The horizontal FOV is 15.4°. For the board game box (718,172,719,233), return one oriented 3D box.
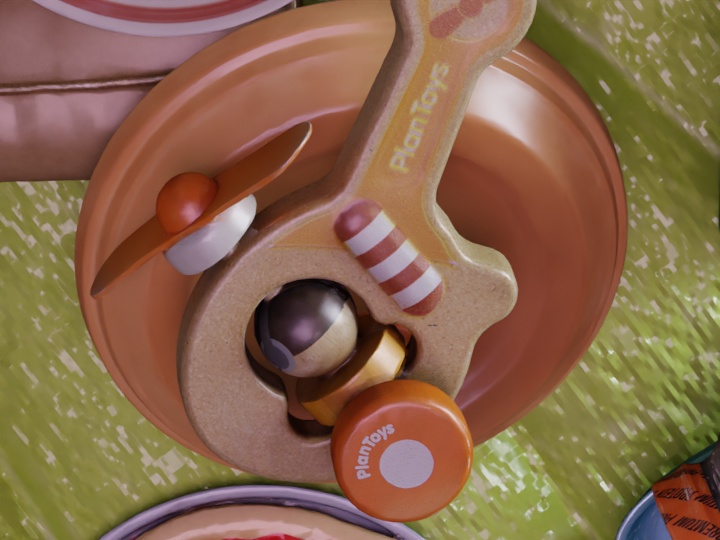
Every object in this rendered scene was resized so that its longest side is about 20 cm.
[{"bbox_3d":[0.155,-0.098,0.915,0.047,0.102,0.201,0,104,0],"label":"board game box"}]

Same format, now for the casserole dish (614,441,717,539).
[{"bbox_3d":[0.187,0.096,0.997,0.200,0.039,0.121,-30,103,8],"label":"casserole dish"}]

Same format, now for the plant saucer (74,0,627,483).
[{"bbox_3d":[0.000,0.000,0.937,0.199,0.037,0.201,-5,124,-8],"label":"plant saucer"}]

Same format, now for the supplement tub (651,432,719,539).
[{"bbox_3d":[0.209,0.072,0.910,0.200,0.123,0.123,-28,103,7],"label":"supplement tub"}]

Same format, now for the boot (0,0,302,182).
[{"bbox_3d":[-0.116,-0.038,0.948,0.199,0.066,0.176,-4,102,0],"label":"boot"}]

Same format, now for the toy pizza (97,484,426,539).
[{"bbox_3d":[-0.037,0.180,1.021,0.199,0.032,0.201,0,104,0],"label":"toy pizza"}]

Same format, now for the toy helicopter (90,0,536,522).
[{"bbox_3d":[-0.005,-0.024,0.867,0.132,0.079,0.201,19,108,-12],"label":"toy helicopter"}]

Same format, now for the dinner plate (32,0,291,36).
[{"bbox_3d":[-0.070,-0.178,0.885,0.199,0.024,0.201,6,109,19],"label":"dinner plate"}]
